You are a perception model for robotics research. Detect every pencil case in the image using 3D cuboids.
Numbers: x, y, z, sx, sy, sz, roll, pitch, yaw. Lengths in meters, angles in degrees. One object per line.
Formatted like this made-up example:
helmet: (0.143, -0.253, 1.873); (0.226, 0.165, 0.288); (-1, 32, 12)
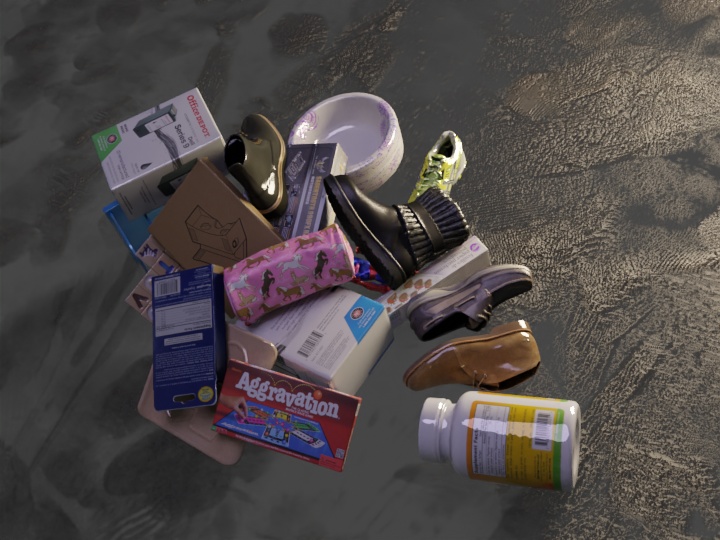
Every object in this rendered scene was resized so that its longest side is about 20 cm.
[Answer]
pencil case: (-0.102, 0.004, 1.306); (0.197, 0.087, 0.083); (-23, 49, -2)

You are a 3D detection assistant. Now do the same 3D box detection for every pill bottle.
pill bottle: (0.179, 0.215, 1.142); (0.196, 0.112, 0.112); (3, 52, 20)

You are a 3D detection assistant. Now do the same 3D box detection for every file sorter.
file sorter: (-0.308, -0.080, 1.522); (0.198, 0.140, 0.123); (-34, 54, -12)

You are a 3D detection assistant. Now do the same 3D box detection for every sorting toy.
sorting toy: (-0.227, 0.166, 1.320); (0.197, 0.036, 0.188); (20, 90, 29)

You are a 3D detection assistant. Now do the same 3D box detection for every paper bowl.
paper bowl: (-0.022, -0.205, 1.552); (0.197, 0.105, 0.204); (-9, 52, 11)

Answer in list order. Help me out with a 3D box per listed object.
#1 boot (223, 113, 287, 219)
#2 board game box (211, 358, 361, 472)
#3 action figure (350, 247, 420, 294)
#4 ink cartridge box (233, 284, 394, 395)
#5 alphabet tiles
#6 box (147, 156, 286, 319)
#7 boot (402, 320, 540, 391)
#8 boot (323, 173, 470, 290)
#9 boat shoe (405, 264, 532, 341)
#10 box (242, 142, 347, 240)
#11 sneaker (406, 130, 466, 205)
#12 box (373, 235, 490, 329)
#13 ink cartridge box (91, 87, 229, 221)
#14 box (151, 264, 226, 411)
boot: (-0.173, -0.198, 1.390); (0.076, 0.139, 0.202); (-25, 56, 9)
board game box: (-0.105, 0.201, 1.243); (0.196, 0.019, 0.105); (15, 87, 12)
action figure: (0.000, 0.000, 1.404); (0.196, 0.052, 0.066); (8, 55, 7)
ink cartridge box: (-0.071, 0.095, 1.336); (0.198, 0.085, 0.147); (22, 60, 32)
alphabet tiles: (-0.280, 0.002, 1.439); (0.167, 0.008, 0.201); (40, 79, -8)
box: (-0.220, -0.049, 1.382); (0.200, 0.164, 0.021); (46, 26, 2)
boot: (0.157, 0.138, 1.245); (0.196, 0.074, 0.076); (-19, 58, -1)
boot: (0.054, -0.093, 1.367); (0.157, 0.079, 0.212); (-37, 89, -12)
boat shoe: (0.166, 0.055, 1.313); (0.197, 0.075, 0.074); (-21, 58, 11)
box: (-0.116, -0.108, 1.431); (0.155, 0.048, 0.204); (1, 65, 23)
sneaker: (0.119, -0.149, 1.482); (0.074, 0.077, 0.202); (8, 56, 21)
box: (0.110, 0.020, 1.371); (0.198, 0.042, 0.039); (-33, 50, -9)
ink cartridge box: (-0.324, -0.195, 1.467); (0.197, 0.085, 0.147); (-27, 53, -6)
box: (-0.253, 0.101, 1.306); (0.119, 0.032, 0.204); (-10, 75, 27)
